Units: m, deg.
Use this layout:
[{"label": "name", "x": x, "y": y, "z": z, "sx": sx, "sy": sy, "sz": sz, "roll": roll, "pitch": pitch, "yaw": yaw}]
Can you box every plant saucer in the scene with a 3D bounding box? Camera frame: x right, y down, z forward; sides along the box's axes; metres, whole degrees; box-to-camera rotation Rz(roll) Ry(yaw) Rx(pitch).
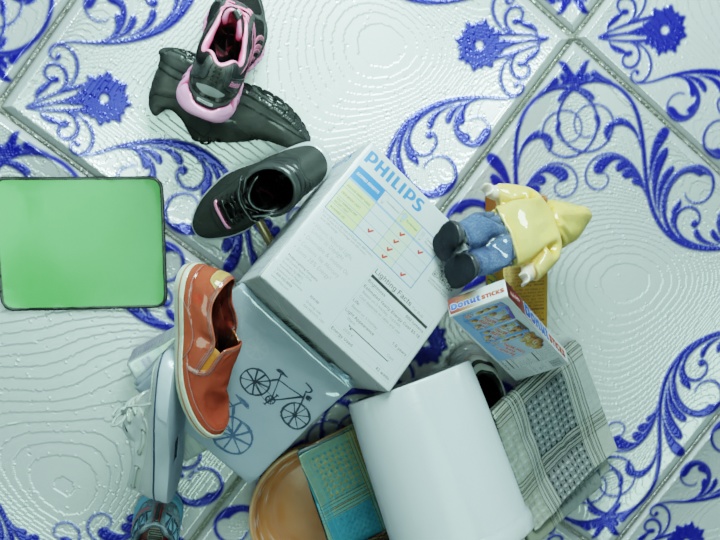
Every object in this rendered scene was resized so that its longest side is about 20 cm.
[{"label": "plant saucer", "x": -0.047, "y": 0.314, "z": 1.083, "sx": 0.198, "sy": 0.037, "sz": 0.203, "roll": -2, "pitch": 100, "yaw": -9}]

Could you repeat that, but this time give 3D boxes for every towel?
[{"label": "towel", "x": 0.027, "y": 0.255, "z": 1.053, "sx": 0.198, "sy": 0.022, "sz": 0.148, "roll": -22, "pitch": 100, "yaw": -22}, {"label": "towel", "x": 0.253, "y": 0.222, "z": 1.065, "sx": 0.192, "sy": 0.034, "sz": 0.202, "roll": -30, "pitch": 108, "yaw": -35}]

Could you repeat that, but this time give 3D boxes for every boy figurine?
[{"label": "boy figurine", "x": 0.178, "y": -0.046, "z": 0.938, "sx": 0.199, "sy": 0.064, "sz": 0.125, "roll": -18, "pitch": 76, "yaw": -31}]

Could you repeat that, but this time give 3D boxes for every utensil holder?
[{"label": "utensil holder", "x": 0.089, "y": 0.226, "z": 0.968, "sx": 0.168, "sy": 0.170, "sz": 0.202, "roll": -20, "pitch": 83, "yaw": -4}]

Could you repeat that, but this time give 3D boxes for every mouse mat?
[{"label": "mouse mat", "x": -0.334, "y": -0.032, "z": 0.992, "sx": 0.197, "sy": 0.008, "sz": 0.163, "roll": -1, "pitch": 100, "yaw": -7}]

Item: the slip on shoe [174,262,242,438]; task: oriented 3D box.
[{"label": "slip on shoe", "x": -0.161, "y": 0.091, "z": 0.897, "sx": 0.061, "sy": 0.074, "sz": 0.202, "roll": 5, "pitch": 106, "yaw": 19}]

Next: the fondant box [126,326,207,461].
[{"label": "fondant box", "x": -0.163, "y": 0.119, "z": 1.019, "sx": 0.199, "sy": 0.058, "sz": 0.145, "roll": -29, "pitch": 103, "yaw": -3}]

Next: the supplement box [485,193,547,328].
[{"label": "supplement box", "x": 0.196, "y": 0.003, "z": 1.044, "sx": 0.068, "sy": 0.067, "sz": 0.202, "roll": -5, "pitch": 101, "yaw": -7}]

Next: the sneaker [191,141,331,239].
[{"label": "sneaker", "x": -0.132, "y": -0.081, "z": 0.936, "sx": 0.199, "sy": 0.099, "sz": 0.071, "roll": -25, "pitch": 100, "yaw": 25}]

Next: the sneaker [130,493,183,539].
[{"label": "sneaker", "x": -0.268, "y": 0.382, "z": 1.033, "sx": 0.078, "sy": 0.096, "sz": 0.202, "roll": 3, "pitch": 100, "yaw": -8}]

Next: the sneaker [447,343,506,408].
[{"label": "sneaker", "x": 0.162, "y": 0.200, "z": 1.070, "sx": 0.073, "sy": 0.080, "sz": 0.202, "roll": -20, "pitch": 104, "yaw": -6}]

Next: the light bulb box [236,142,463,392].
[{"label": "light bulb box", "x": 0.000, "y": 0.000, "z": 0.957, "sx": 0.198, "sy": 0.125, "sz": 0.201, "roll": 43, "pitch": 72, "yaw": -13}]

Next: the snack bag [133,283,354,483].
[{"label": "snack bag", "x": -0.137, "y": 0.131, "z": 0.962, "sx": 0.188, "sy": 0.021, "sz": 0.200, "roll": 42, "pitch": 108, "yaw": -11}]

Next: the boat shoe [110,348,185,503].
[{"label": "boat shoe", "x": -0.246, "y": 0.172, "z": 0.942, "sx": 0.085, "sy": 0.075, "sz": 0.204, "roll": 13, "pitch": 120, "yaw": 4}]

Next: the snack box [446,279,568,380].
[{"label": "snack box", "x": 0.175, "y": 0.075, "z": 0.961, "sx": 0.071, "sy": 0.025, "sz": 0.200, "roll": -20, "pitch": 143, "yaw": 23}]

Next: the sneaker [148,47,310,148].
[{"label": "sneaker", "x": -0.153, "y": -0.181, "z": 0.965, "sx": 0.198, "sy": 0.076, "sz": 0.091, "roll": 26, "pitch": 106, "yaw": -5}]

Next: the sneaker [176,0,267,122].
[{"label": "sneaker", "x": -0.138, "y": -0.256, "z": 0.892, "sx": 0.078, "sy": 0.096, "sz": 0.202, "roll": 17, "pitch": 53, "yaw": -12}]

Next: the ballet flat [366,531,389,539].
[{"label": "ballet flat", "x": 0.038, "y": 0.361, "z": 1.047, "sx": 0.199, "sy": 0.072, "sz": 0.068, "roll": -26, "pitch": 73, "yaw": -25}]

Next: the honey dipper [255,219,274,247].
[{"label": "honey dipper", "x": -0.086, "y": 0.007, "z": 1.023, "sx": 0.038, "sy": 0.038, "sz": 0.201, "roll": -29, "pitch": 99, "yaw": -2}]
